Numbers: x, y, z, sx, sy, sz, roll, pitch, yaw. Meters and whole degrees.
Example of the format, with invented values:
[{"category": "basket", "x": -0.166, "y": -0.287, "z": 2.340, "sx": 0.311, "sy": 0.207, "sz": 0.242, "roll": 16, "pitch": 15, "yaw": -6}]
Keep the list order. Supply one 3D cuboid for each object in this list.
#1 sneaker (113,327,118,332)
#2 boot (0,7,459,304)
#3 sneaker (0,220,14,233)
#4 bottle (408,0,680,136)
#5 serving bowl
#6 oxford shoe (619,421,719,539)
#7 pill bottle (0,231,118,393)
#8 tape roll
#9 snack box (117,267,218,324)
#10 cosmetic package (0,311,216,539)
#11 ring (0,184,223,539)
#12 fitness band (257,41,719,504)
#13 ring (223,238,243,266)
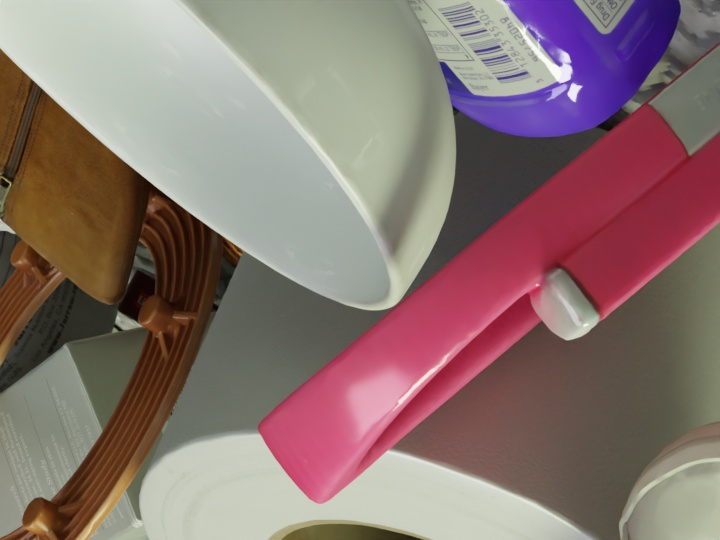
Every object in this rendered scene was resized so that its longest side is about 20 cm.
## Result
[{"category": "sneaker", "x": -0.203, "y": 0.045, "z": 1.323, "sx": 0.200, "sy": 0.116, "sz": 0.074, "roll": 38, "pitch": 160, "yaw": -9}, {"category": "boot", "x": -0.068, "y": -0.053, "z": 0.871, "sx": 0.188, "sy": 0.069, "sz": 0.200, "roll": 32, "pitch": 134, "yaw": 6}, {"category": "sneaker", "x": -0.130, "y": -0.057, "z": 1.041, "sx": 0.200, "sy": 0.076, "sz": 0.081, "roll": 21, "pitch": 147, "yaw": 53}, {"category": "bottle", "x": 0.006, "y": -0.122, "z": 0.724, "sx": 0.200, "sy": 0.065, "sz": 0.083, "roll": 46, "pitch": 161, "yaw": -29}, {"category": "serving bowl", "x": -0.046, "y": -0.078, "z": 0.715, "sx": 0.200, "sy": 0.066, "sz": 0.200, "roll": 39, "pitch": 167, "yaw": 11}, {"category": "oxford shoe", "x": 0.100, "y": 0.108, "z": 0.762, "sx": 0.075, "sy": 0.058, "sz": 0.200, "roll": 19, "pitch": 145, "yaw": 1}, {"category": "pill bottle", "x": -0.213, "y": -0.010, "z": 1.162, "sx": 0.114, "sy": 0.115, "sz": 0.200, "roll": 8, "pitch": 161, "yaw": 48}, {"category": "tape roll", "x": 0.040, "y": 0.056, "z": 0.904, "sx": 0.202, "sy": 0.140, "sz": 0.203, "roll": 17, "pitch": 149, "yaw": 11}, {"category": "snack box", "x": -0.017, "y": 0.053, "z": 1.130, "sx": 0.200, "sy": 0.024, "sz": 0.072, "roll": 27, "pitch": 179, "yaw": 41}, {"category": "cosmetic package", "x": -0.121, "y": 0.094, "z": 1.120, "sx": 0.200, "sy": 0.107, "sz": 0.090, "roll": -38, "pitch": 71, "yaw": 46}, {"category": "ring", "x": -0.121, "y": 0.042, "z": 1.001, "sx": 0.019, "sy": 0.201, "sz": 0.200, "roll": 32, "pitch": 162, "yaw": -28}, {"category": "fitness band", "x": 0.056, "y": -0.004, "z": 0.730, "sx": 0.037, "sy": 0.200, "sz": 0.144, "roll": 52, "pitch": 150, "yaw": 2}, {"category": "ring", "x": 0.000, "y": 0.000, "z": 1.044, "sx": 0.200, "sy": 0.019, "sz": 0.201, "roll": 29, "pitch": 158, "yaw": 13}]
